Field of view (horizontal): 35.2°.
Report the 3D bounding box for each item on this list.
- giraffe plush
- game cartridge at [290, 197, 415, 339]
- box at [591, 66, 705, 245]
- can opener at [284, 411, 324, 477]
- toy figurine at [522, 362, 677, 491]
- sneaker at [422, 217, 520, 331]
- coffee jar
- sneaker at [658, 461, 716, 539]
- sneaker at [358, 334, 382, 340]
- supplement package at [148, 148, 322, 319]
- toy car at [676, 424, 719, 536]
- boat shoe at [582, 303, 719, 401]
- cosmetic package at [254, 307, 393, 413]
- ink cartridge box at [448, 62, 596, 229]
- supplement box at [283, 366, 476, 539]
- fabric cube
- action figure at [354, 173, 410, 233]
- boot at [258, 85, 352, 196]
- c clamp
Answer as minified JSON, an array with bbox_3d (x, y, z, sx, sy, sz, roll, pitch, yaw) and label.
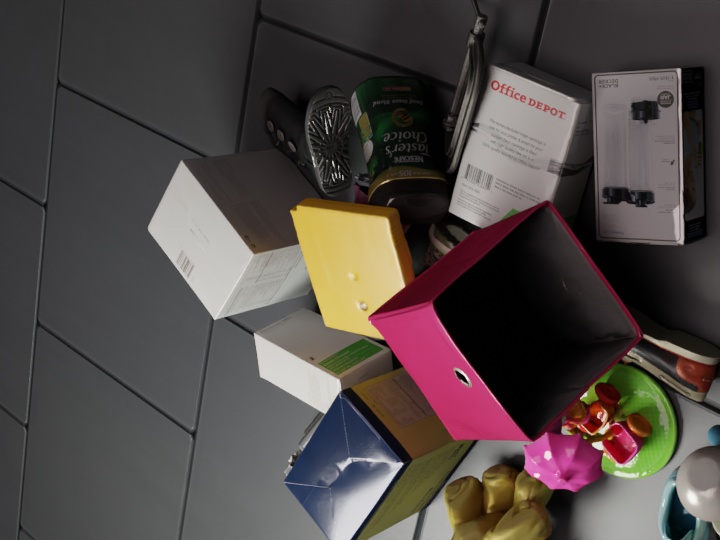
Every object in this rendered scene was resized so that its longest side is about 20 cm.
[{"bbox_3d":[0.196,0.381,1.513,0.172,0.200,0.163,-7,124,39],"label":"giraffe plush"},{"bbox_3d":[0.000,0.000,1.509,0.176,0.032,0.201,10,126,39],"label":"game cartridge"},{"bbox_3d":[0.335,-0.133,1.320,0.116,0.060,0.201,3,101,41],"label":"box"},{"bbox_3d":[-0.059,0.272,1.784,0.067,0.053,0.200,33,126,-6],"label":"can opener"},{"bbox_3d":[0.258,0.187,1.378,0.200,0.184,0.150,48,127,24],"label":"toy figurine"},{"bbox_3d":[0.152,0.021,1.517,0.200,0.077,0.089,53,133,30],"label":"sneaker"},{"bbox_3d":[0.052,-0.155,1.498,0.085,0.104,0.201,122,141,-60],"label":"coffee jar"},{"bbox_3d":[0.386,0.329,1.364,0.074,0.082,0.201,2,101,42],"label":"sneaker"},{"bbox_3d":[0.045,0.061,1.609,0.200,0.084,0.073,-18,89,44],"label":"sneaker"},{"bbox_3d":[-0.168,-0.059,1.693,0.191,0.200,0.147,51,129,22],"label":"supplement package"},{"bbox_3d":[0.456,0.226,1.247,0.199,0.175,0.151,4,68,42],"label":"toy car"},{"bbox_3d":[0.335,0.089,1.368,0.199,0.071,0.063,26,119,30],"label":"boat shoe"},{"bbox_3d":[-0.055,0.138,1.675,0.200,0.107,0.085,23,130,42],"label":"cosmetic package"},{"bbox_3d":[0.210,-0.142,1.413,0.146,0.084,0.201,31,119,34],"label":"ink cartridge box"},{"bbox_3d":[0.037,0.253,1.579,0.134,0.199,0.200,47,127,23],"label":"supplement box"},{"bbox_3d":[0.163,0.066,1.326,0.197,0.200,0.199,54,159,-7],"label":"fabric cube"},{"bbox_3d":[0.021,-0.032,1.612,0.148,0.134,0.201,9,104,12],"label":"action figure"},{"bbox_3d":[-0.083,-0.218,1.617,0.200,0.065,0.166,-131,33,-49],"label":"boot"},{"bbox_3d":[0.136,-0.232,1.458,0.171,0.027,0.201,-93,14,-56],"label":"c clamp"}]
